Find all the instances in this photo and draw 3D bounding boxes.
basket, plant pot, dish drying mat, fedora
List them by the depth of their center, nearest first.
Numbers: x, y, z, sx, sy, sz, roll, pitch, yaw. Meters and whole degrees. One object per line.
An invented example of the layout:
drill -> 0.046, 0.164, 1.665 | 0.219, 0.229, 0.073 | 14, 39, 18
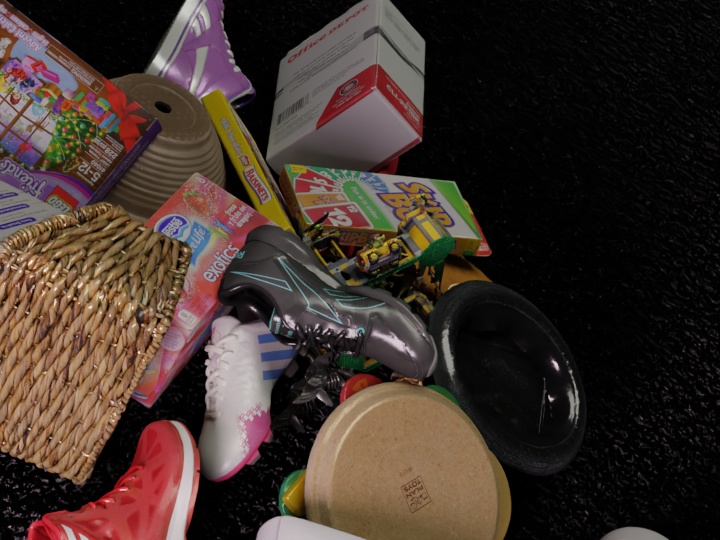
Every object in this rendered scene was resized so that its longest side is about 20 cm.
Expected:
basket -> -0.237, 0.039, 1.516 | 0.148, 0.200, 0.143 | 24, 35, -10
fedora -> 0.114, 0.108, 1.779 | 0.200, 0.091, 0.201 | 23, 54, -37
plant pot -> -0.204, -0.122, 1.846 | 0.200, 0.093, 0.201 | 22, 34, -15
dish drying mat -> 0.004, -0.053, 1.935 | 0.018, 0.077, 0.200 | 20, 34, 4

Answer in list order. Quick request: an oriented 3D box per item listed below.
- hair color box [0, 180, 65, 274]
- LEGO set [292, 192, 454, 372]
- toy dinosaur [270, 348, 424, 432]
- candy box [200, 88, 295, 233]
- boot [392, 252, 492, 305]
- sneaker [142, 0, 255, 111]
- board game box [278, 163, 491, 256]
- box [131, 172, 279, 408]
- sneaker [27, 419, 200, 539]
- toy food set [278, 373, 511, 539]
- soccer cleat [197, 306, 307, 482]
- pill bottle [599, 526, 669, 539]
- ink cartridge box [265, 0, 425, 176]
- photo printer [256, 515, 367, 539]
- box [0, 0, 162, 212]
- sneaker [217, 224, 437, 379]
hair color box -> -0.325, -0.032, 1.605 | 0.199, 0.065, 0.109 | 24, 26, 34
LEGO set -> 0.000, 0.000, 1.768 | 0.153, 0.200, 0.116 | -30, 60, -12
toy dinosaur -> 0.002, 0.131, 1.676 | 0.135, 0.102, 0.200 | 29, 39, -7
candy box -> -0.095, -0.079, 1.885 | 0.200, 0.026, 0.102 | 62, 1, 37
boot -> 0.093, 0.031, 1.876 | 0.144, 0.071, 0.201 | 26, 18, -40
sneaker -> -0.157, -0.221, 2.038 | 0.114, 0.073, 0.201 | 29, 44, -10
board game box -> 0.027, -0.057, 1.861 | 0.199, 0.030, 0.096 | 7, 36, -24
box -> -0.163, 0.014, 1.697 | 0.094, 0.103, 0.200 | 33, 35, 3
sneaker -> -0.190, 0.179, 1.487 | 0.115, 0.078, 0.200 | 20, 34, -19
toy food set -> 0.034, 0.185, 1.604 | 0.200, 0.049, 0.198 | -46, 105, -31
soccer cleat -> -0.109, 0.093, 1.642 | 0.086, 0.070, 0.200 | 51, 34, -21
pill bottle -> 0.200, 0.300, 1.603 | 0.113, 0.113, 0.200 | 37, 34, 9
ink cartridge box -> -0.013, -0.178, 2.005 | 0.084, 0.144, 0.200 | 45, 27, -27
photo printer -> -0.014, 0.297, 1.456 | 0.166, 0.070, 0.201 | 21, 46, -12
box -> -0.299, -0.140, 1.765 | 0.200, 0.137, 0.039 | 37, -7, 9
sneaker -> -0.029, 0.043, 1.628 | 0.200, 0.076, 0.079 | 30, 54, 15
